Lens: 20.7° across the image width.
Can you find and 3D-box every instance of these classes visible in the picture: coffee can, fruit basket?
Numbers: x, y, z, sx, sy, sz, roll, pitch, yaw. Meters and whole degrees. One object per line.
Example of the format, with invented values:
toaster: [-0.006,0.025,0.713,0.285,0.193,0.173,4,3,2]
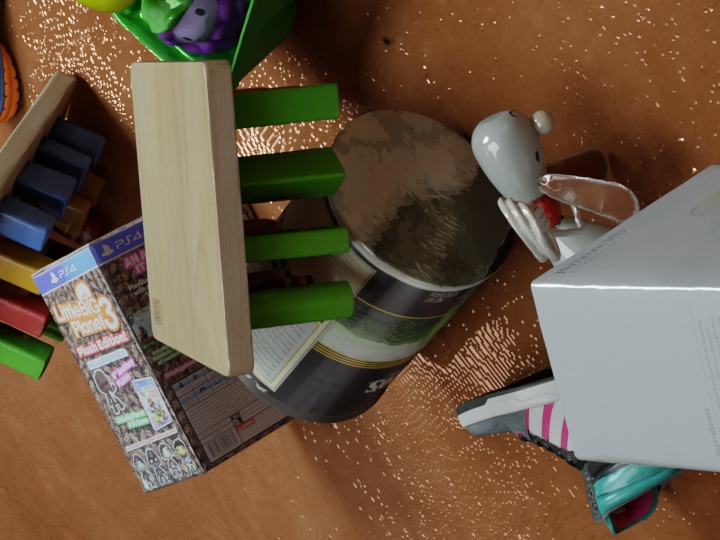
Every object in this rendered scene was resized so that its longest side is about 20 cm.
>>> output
coffee can: [0.000,0.000,1.420,0.146,0.146,0.200,51,139,10]
fruit basket: [-0.136,-0.227,1.387,0.155,0.215,0.216,41,136,21]

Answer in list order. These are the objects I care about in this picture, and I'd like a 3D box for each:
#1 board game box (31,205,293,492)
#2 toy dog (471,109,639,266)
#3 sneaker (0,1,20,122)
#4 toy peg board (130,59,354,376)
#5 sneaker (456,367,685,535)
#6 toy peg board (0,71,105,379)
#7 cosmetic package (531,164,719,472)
board game box: [-0.139,0.050,1.582,0.097,0.159,0.200,-23,94,50]
toy dog: [0.165,-0.027,1.271,0.200,0.096,0.132,50,-170,-33]
sneaker: [-0.357,-0.214,1.713,0.075,0.078,0.200,5,116,43]
toy peg board: [-0.079,-0.045,1.337,0.199,0.098,0.200,-165,70,-69]
sneaker: [0.159,0.127,1.387,0.200,0.084,0.121,-17,90,48]
toy peg board: [-0.269,-0.027,1.661,0.098,0.200,0.199,24,127,-3]
cosmetic package: [0.244,0.022,1.142,0.200,0.199,0.123,-1,112,46]
